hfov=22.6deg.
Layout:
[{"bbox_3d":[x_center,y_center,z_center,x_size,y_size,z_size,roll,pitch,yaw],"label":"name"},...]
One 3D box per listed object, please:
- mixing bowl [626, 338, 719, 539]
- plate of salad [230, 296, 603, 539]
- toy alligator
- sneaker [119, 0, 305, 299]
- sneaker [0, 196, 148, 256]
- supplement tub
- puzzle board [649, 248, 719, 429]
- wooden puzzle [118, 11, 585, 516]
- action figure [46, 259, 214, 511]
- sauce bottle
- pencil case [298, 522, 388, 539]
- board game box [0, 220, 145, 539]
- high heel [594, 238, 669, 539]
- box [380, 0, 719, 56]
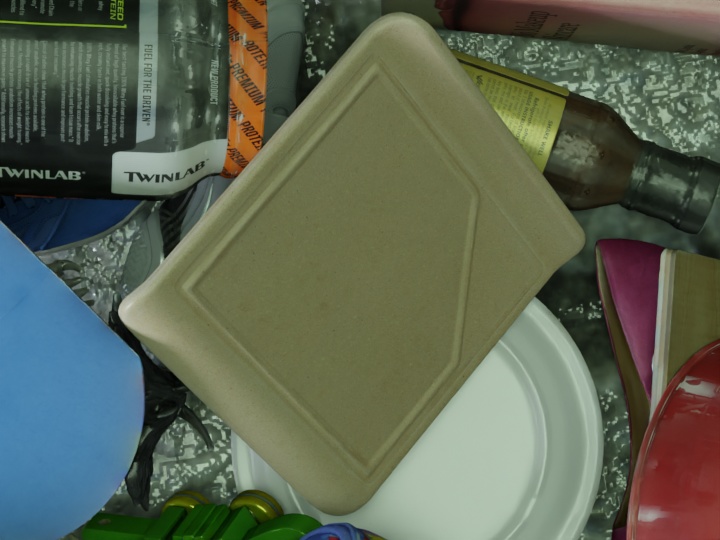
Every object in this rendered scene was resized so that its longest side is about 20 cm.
[{"bbox_3d":[0.231,0.131,0.887,0.108,0.200,0.201,-2,88,43],"label":"mixing bowl"},{"bbox_3d":[0.030,0.092,0.970,0.199,0.048,0.201,-1,85,6],"label":"plate of salad"},{"bbox_3d":[-0.104,0.155,0.957,0.199,0.059,0.054,-5,115,26],"label":"toy alligator"},{"bbox_3d":[-0.044,-0.042,0.948,0.115,0.075,0.201,23,94,23],"label":"sneaker"},{"bbox_3d":[-0.188,-0.041,0.945,0.199,0.111,0.077,-22,89,0],"label":"sneaker"},{"bbox_3d":[-0.147,-0.096,0.859,0.199,0.123,0.123,2,89,-7],"label":"supplement tub"},{"bbox_3d":[0.191,0.098,0.934,0.017,0.150,0.201,0,82,43],"label":"puzzle board"},{"bbox_3d":[0.000,0.000,0.890,0.200,0.037,0.185,-47,126,-7],"label":"wooden puzzle"},{"bbox_3d":[-0.159,0.056,0.937,0.199,0.102,0.119,1,114,16],"label":"action figure"},{"bbox_3d":[0.094,-0.070,0.967,0.199,0.065,0.065,20,89,2],"label":"sauce bottle"},{"bbox_3d":[0.041,0.197,0.903,0.200,0.078,0.087,29,95,-26],"label":"pencil case"},{"bbox_3d":[-0.192,0.039,0.867,0.200,0.039,0.158,45,114,-9],"label":"board game box"},{"bbox_3d":[0.141,0.085,0.958,0.096,0.067,0.201,21,84,-10],"label":"high heel"},{"bbox_3d":[0.111,-0.180,0.938,0.199,0.128,0.109,5,90,1],"label":"box"}]
